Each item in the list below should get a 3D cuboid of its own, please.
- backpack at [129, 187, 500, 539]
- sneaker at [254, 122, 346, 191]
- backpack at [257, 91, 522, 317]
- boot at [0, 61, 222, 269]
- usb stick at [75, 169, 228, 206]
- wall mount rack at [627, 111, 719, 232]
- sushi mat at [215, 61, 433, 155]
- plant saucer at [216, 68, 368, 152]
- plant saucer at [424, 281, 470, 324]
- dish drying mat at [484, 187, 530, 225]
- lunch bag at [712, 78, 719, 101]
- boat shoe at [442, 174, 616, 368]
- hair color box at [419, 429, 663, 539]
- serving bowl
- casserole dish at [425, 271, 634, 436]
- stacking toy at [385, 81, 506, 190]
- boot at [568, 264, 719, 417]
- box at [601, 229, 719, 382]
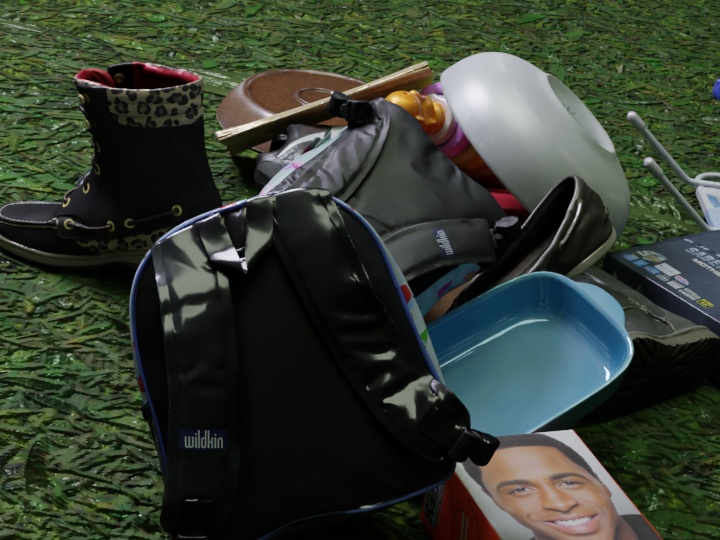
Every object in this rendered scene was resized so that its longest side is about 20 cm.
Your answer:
[{"bbox_3d":[-0.044,0.051,0.919,0.200,0.191,0.154,-16,4,-7],"label":"backpack"},{"bbox_3d":[-0.025,-0.100,1.387,0.098,0.071,0.200,22,30,21],"label":"sneaker"},{"bbox_3d":[-0.012,-0.006,1.080,0.167,0.127,0.200,42,61,14],"label":"backpack"},{"bbox_3d":[-0.194,-0.078,1.180,0.200,0.151,0.073,7,28,21],"label":"boot"},{"bbox_3d":[-0.139,-0.044,1.279,0.200,0.033,0.055,19,27,16],"label":"usb stick"},{"bbox_3d":[0.336,-0.082,1.474,0.173,0.075,0.200,8,26,-3],"label":"wall mount rack"},{"bbox_3d":[-0.030,-0.145,1.404,0.200,0.012,0.096,-19,-5,-1],"label":"sushi mat"},{"bbox_3d":[-0.041,-0.156,1.536,0.200,0.035,0.200,7,27,-4],"label":"plant saucer"},{"bbox_3d":[0.000,0.000,1.207,0.200,0.030,0.200,11,35,-8],"label":"plant saucer"},{"bbox_3d":[0.105,-0.055,1.332,0.077,0.018,0.200,6,8,-3],"label":"dish drying mat"},{"bbox_3d":[0.508,-0.192,1.764,0.200,0.094,0.151,-21,39,-26],"label":"lunch bag"},{"bbox_3d":[0.105,0.009,1.139,0.200,0.057,0.067,-43,30,-20],"label":"boat shoe"},{"bbox_3d":[0.119,0.174,0.907,0.101,0.061,0.200,-3,28,-22],"label":"hair color box"},{"bbox_3d":[0.156,-0.107,1.278,0.200,0.066,0.200,42,21,-20],"label":"serving bowl"},{"bbox_3d":[0.090,0.076,1.048,0.200,0.039,0.121,-28,47,-16],"label":"casserole dish"},{"bbox_3d":[0.086,-0.132,1.395,0.116,0.110,0.200,35,20,32],"label":"stacking toy"},{"bbox_3d":[0.155,0.028,1.198,0.182,0.073,0.200,0,31,-47],"label":"boot"},{"bbox_3d":[0.314,0.036,1.260,0.157,0.051,0.200,-9,32,-36],"label":"box"}]
